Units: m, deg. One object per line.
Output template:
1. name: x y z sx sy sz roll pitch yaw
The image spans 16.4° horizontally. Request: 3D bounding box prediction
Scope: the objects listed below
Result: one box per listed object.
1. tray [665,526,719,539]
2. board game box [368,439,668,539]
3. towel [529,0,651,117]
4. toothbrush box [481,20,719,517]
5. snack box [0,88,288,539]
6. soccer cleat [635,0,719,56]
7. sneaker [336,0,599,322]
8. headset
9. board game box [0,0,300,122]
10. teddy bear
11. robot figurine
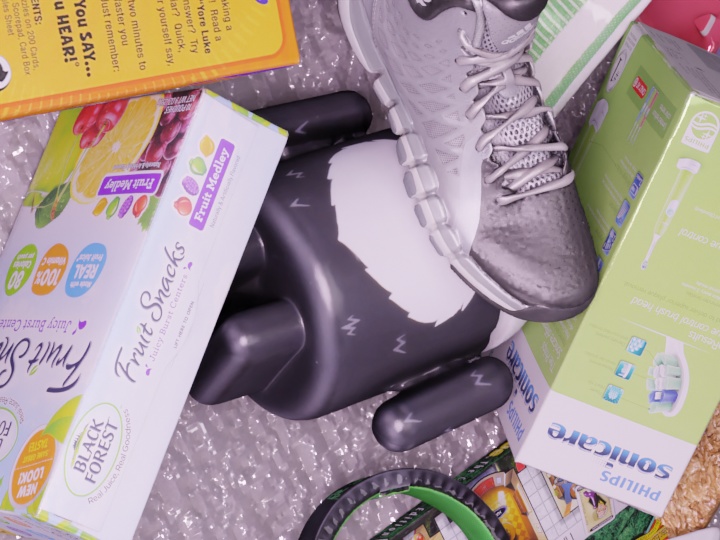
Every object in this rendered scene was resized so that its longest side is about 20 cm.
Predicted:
1. tray: 0.133 0.230 1.292 0.107 0.022 0.201 -12 125 -33
2. board game box: 0.076 0.153 1.313 0.200 0.023 0.105 -34 109 -29
3. towel: 0.060 -0.175 1.231 0.200 0.023 0.153 47 71 -24
4. toothbrush box: 0.142 -0.004 1.234 0.086 0.146 0.201 22 105 -12
5. snack box: -0.120 0.021 1.117 0.053 0.142 0.201 28 74 -29
6. soccer cleat: 0.172 -0.081 1.361 0.076 0.067 0.201 36 70 -43
7. sneaker: 0.062 -0.078 1.127 0.075 0.115 0.200 -25 81 -29
8. headset: 0.027 0.201 1.239 0.123 0.094 0.201 -9 79 -31
9. board game box: -0.174 -0.161 1.053 0.199 0.200 0.201 -13 96 -32
10. teddy bear: 0.197 0.062 1.343 0.067 0.145 0.200 31 63 13
11. robot figurine: 0.000 -0.002 1.205 0.199 0.125 0.151 -19 112 -31
